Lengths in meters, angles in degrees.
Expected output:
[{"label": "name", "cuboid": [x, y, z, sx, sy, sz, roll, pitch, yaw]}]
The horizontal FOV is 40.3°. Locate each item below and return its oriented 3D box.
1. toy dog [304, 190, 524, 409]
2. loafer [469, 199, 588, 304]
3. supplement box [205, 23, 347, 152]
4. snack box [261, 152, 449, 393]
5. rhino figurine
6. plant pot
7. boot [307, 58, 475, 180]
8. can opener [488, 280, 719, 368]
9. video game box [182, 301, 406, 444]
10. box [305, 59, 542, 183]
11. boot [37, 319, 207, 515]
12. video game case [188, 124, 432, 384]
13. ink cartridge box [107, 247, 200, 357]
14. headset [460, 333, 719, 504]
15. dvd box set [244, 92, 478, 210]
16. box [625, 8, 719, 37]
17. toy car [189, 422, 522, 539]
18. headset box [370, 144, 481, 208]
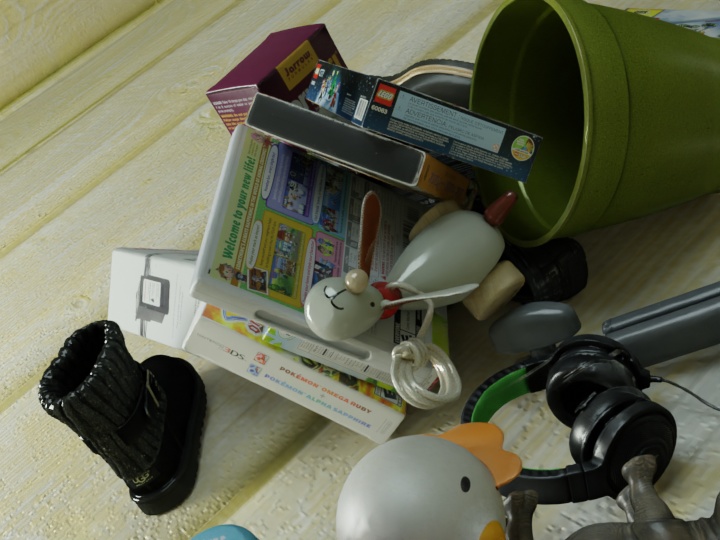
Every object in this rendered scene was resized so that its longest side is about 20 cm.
[{"label": "toy dog", "cuboid": [0.054, -0.008, 0.703, 0.096, 0.132, 0.200, -59, -5, 36]}, {"label": "loafer", "cuboid": [0.112, -0.017, 0.870, 0.070, 0.068, 0.200, -24, 27, -26]}, {"label": "supplement box", "cuboid": [-0.064, -0.165, 1.144, 0.103, 0.200, 0.131, 4, 45, 47]}, {"label": "snack box", "cuboid": [0.000, 0.000, 0.819, 0.053, 0.142, 0.200, -54, 20, 34]}, {"label": "rhino figurine", "cuboid": [0.165, 0.156, 0.555, 0.199, 0.060, 0.088, -21, 49, 17]}, {"label": "plant pot", "cuboid": [0.217, -0.126, 0.804, 0.192, 0.201, 0.200, -5, 22, -18]}, {"label": "boot", "cuboid": [0.033, -0.123, 0.946, 0.199, 0.077, 0.139, -4, 53, 37]}, {"label": "can opener", "cuboid": [0.189, 0.044, 0.712, 0.199, 0.067, 0.053, -18, 18, 25]}, {"label": "video game box", "cuboid": [-0.039, 0.030, 0.838, 0.047, 0.182, 0.200, -58, 12, 35]}, {"label": "box", "cuboid": [0.043, -0.125, 0.794, 0.200, 0.136, 0.038, -134, 61, -68]}, {"label": "boot", "cuboid": [-0.213, 0.104, 0.896, 0.079, 0.158, 0.211, -31, 29, 4]}, {"label": "video game case", "cuboid": [-0.028, -0.018, 0.755, 0.022, 0.181, 0.200, -56, 18, 37]}, {"label": "ink cartridge box", "cuboid": [-0.140, 0.028, 0.962, 0.145, 0.084, 0.200, 2, 5, -38]}, {"label": "headset", "cuboid": [0.163, 0.081, 0.643, 0.199, 0.094, 0.124, -14, 30, 2]}, {"label": "dvd box set", "cuboid": [0.010, -0.093, 0.808, 0.146, 0.200, 0.030, 22, 95, 18]}, {"label": "box", "cuboid": [0.309, -0.222, 1.033, 0.136, 0.038, 0.200, -39, 29, -14]}, {"label": "toy car", "cuboid": [0.034, 0.159, 0.523, 0.176, 0.185, 0.200, 3, 50, 46]}, {"label": "headset box", "cuboid": [0.088, -0.118, 1.035, 0.174, 0.093, 0.200, -15, 31, 27]}]
